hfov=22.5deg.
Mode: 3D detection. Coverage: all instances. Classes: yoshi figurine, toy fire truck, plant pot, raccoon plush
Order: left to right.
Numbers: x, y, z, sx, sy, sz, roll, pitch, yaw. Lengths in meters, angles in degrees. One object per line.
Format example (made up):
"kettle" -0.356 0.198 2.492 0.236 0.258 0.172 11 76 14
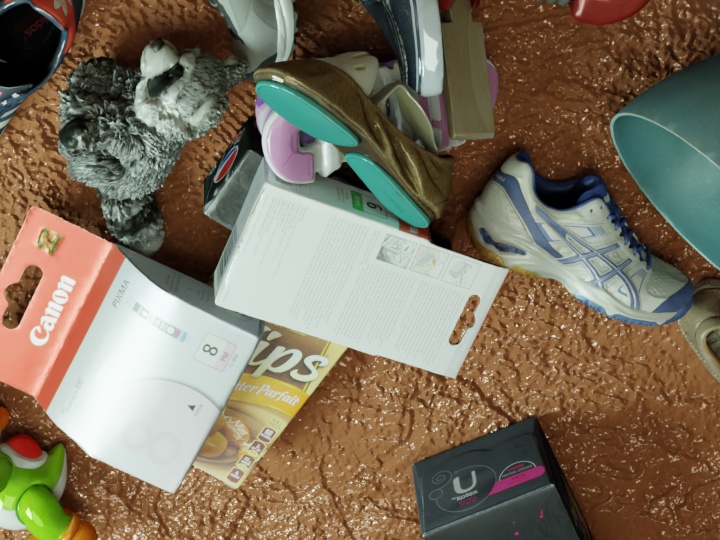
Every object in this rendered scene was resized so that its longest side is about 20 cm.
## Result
"yoshi figurine" -0.316 0.179 1.486 0.112 0.112 0.200 -30 114 20
"raccoon plush" -0.135 -0.094 1.346 0.133 0.097 0.200 0 149 16
"toy fire truck" 0.125 -0.203 1.295 0.175 0.129 0.201 8 127 -9
"plant pot" 0.303 -0.088 1.341 0.135 0.200 0.200 -44 115 -8

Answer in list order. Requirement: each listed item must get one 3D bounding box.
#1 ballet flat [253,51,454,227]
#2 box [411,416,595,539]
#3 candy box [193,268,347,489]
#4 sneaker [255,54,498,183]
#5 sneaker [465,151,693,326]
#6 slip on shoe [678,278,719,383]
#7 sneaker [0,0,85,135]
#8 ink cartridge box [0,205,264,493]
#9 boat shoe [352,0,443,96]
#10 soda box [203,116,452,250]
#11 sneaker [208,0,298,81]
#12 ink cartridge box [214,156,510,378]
"ballet flat" 0.004 -0.108 1.274 0.200 0.068 0.073 38 72 -37
"box" 0.138 0.247 1.550 0.122 0.106 0.201 -23 118 9
"candy box" -0.094 0.069 1.465 0.115 0.055 0.200 30 114 -17
"sneaker" 0.006 -0.129 1.352 0.199 0.088 0.081 -15 119 -21
"sneaker" 0.185 -0.025 1.419 0.199 0.075 0.088 21 116 -15
"slip on shoe" 0.339 0.087 1.499 0.076 0.061 0.200 -38 115 17
"sneaker" -0.275 -0.136 1.322 0.075 0.085 0.200 31 113 -19
"ink cartridge box" -0.197 0.064 1.408 0.199 0.057 0.163 24 115 -14
"boat shoe" 0.000 -0.214 1.273 0.090 0.071 0.202 -12 90 -4
"soda box" -0.023 -0.033 1.408 0.199 0.063 0.071 31 113 -19
"sneaker" -0.089 -0.209 1.270 0.079 0.074 0.201 -18 145 -12
"ink cartridge box" 0.000 0.000 1.364 0.199 0.050 0.109 18 116 -14
